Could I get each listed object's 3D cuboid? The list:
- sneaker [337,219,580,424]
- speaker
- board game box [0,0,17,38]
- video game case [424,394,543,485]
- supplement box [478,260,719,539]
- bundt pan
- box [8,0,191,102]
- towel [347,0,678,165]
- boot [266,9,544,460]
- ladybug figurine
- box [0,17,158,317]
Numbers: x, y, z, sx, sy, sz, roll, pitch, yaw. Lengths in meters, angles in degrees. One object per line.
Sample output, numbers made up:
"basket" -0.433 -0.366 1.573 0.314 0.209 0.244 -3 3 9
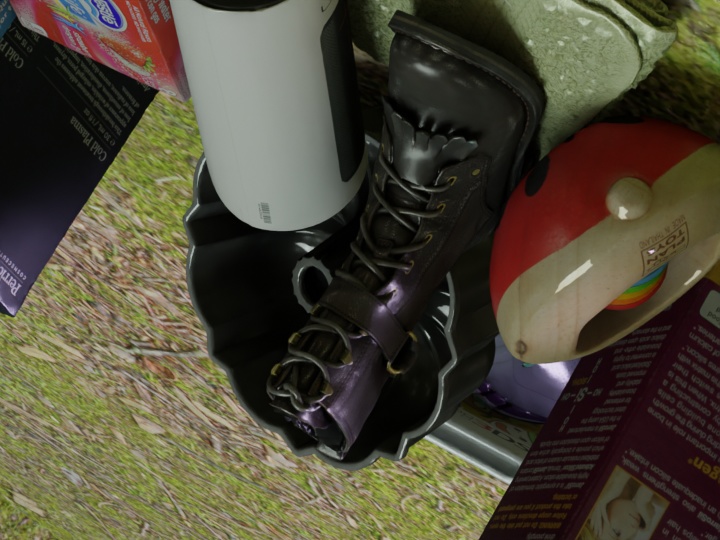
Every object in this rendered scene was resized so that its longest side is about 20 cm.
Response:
"sneaker" 0.077 0.021 1.560 0.200 0.074 0.087 40 157 -25
"speaker" -0.043 -0.100 1.288 0.081 0.081 0.200 26 157 17
"board game box" -0.196 -0.185 1.288 0.047 0.151 0.200 25 163 20
"video game case" 0.078 0.080 1.656 0.182 0.023 0.200 28 -167 12
"supplement box" 0.163 0.110 1.430 0.131 0.200 0.103 37 163 -15
"bundt pan" 0.000 0.000 1.484 0.202 0.076 0.202 17 115 40
"box" -0.115 -0.173 1.276 0.100 0.096 0.200 27 164 18
"towel" 0.056 -0.112 1.257 0.148 0.037 0.200 32 164 -1
"boot" 0.013 -0.007 1.262 0.069 0.174 0.200 27 163 20
"ladybug figurine" 0.114 -0.019 1.289 0.072 0.136 0.200 56 171 12
"box" -0.223 -0.109 1.513 0.104 0.182 0.200 18 159 37
